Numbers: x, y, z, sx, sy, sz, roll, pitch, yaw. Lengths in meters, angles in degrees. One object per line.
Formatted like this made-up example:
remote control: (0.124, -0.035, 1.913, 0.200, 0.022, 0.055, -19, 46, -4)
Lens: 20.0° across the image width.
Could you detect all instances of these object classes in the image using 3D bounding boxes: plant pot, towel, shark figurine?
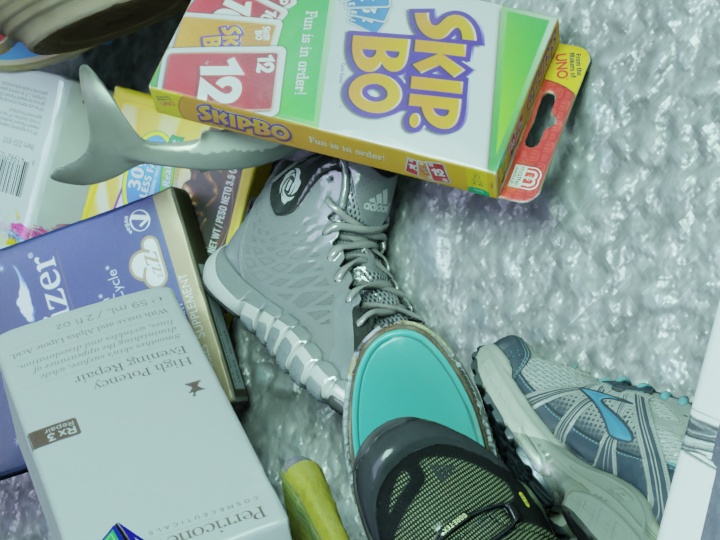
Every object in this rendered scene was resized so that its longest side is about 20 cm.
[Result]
plant pot: (-0.139, -0.173, 1.061, 0.200, 0.200, 0.093, -21, 90, 38)
towel: (0.015, 0.191, 0.949, 0.200, 0.023, 0.144, 56, 161, 36)
shark figurine: (-0.047, -0.082, 1.067, 0.128, 0.214, 0.090, 47, 158, 14)

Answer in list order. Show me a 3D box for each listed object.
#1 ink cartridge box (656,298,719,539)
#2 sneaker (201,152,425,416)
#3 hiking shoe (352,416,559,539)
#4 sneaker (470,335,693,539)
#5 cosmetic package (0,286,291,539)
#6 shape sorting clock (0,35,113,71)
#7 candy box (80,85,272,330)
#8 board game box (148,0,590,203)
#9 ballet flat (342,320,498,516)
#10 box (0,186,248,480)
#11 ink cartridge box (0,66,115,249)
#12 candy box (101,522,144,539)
ink cartridge box: (0.190, 0.093, 0.779, 0.084, 0.144, 0.202, 16, 92, 43)
sneaker: (0.000, 0.000, 1.026, 0.200, 0.075, 0.116, 37, 104, 42)
hiking shoe: (0.075, 0.143, 0.857, 0.076, 0.200, 0.101, -39, 6, -14)
sneaker: (0.118, 0.086, 0.910, 0.086, 0.078, 0.200, -28, 37, -7)
cosmetic package: (-0.105, 0.099, 0.980, 0.200, 0.101, 0.074, -126, 22, -52)
shape sorting clock: (-0.166, -0.200, 1.204, 0.199, 0.039, 0.201, -19, 44, 19)
candy box: (-0.117, 0.005, 1.143, 0.102, 0.026, 0.202, 15, 92, 25)
board game box: (0.005, -0.098, 0.993, 0.199, 0.030, 0.096, 16, 63, 14)
ballet flat: (0.039, 0.120, 0.941, 0.072, 0.072, 0.202, -18, 91, 39)
box: (-0.172, 0.044, 1.121, 0.199, 0.032, 0.122, -19, 84, 13)
ink cartridge box: (-0.213, -0.019, 1.218, 0.144, 0.084, 0.201, 16, 91, 43)
candy box: (-0.098, 0.240, 0.877, 0.200, 0.169, 0.077, -51, 28, 0)
